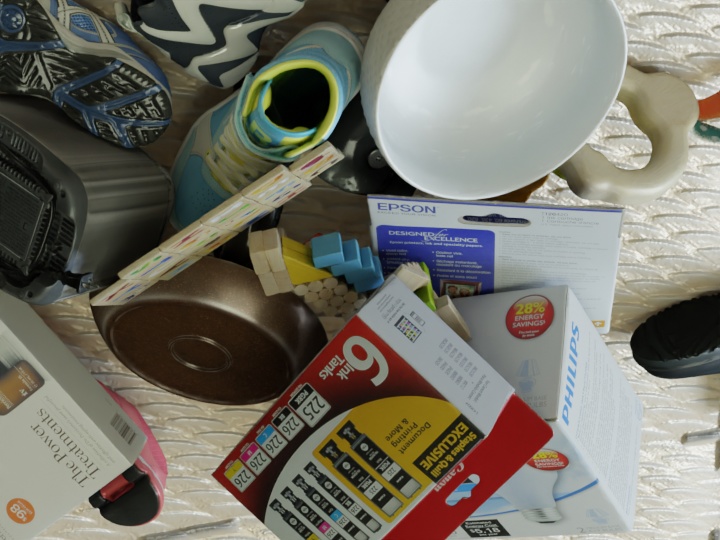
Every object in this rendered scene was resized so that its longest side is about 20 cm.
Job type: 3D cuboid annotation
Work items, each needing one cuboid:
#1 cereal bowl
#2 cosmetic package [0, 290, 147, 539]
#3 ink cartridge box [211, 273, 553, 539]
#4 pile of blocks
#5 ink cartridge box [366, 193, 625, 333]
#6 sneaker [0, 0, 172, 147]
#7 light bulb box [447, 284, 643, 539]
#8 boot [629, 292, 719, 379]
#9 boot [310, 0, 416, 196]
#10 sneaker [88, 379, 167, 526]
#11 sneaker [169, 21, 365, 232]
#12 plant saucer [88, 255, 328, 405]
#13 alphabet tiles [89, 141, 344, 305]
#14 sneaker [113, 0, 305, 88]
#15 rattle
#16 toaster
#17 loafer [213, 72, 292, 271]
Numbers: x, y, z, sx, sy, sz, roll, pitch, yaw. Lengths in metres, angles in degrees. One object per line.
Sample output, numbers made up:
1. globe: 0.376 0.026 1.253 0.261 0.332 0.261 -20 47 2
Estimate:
1. cereal bowl: 0.087 -0.153 1.249 0.199 0.084 0.201 -14 133 -16
2. cosmetic package: -0.293 0.112 1.396 0.150 0.052 0.200 -36 102 23
3. ink cartridge box: 0.017 0.138 1.322 0.175 0.084 0.200 42 121 1
4. pile of blocks: 0.000 0.000 1.345 0.199 0.062 0.082 28 124 -30
5. ink cartridge box: 0.108 -0.016 1.385 0.196 0.047 0.201 4 148 5
6. sneaker: -0.224 -0.160 1.252 0.199 0.077 0.076 35 111 -12
7. light bulb box: 0.111 0.124 1.447 0.197 0.126 0.200 -8 145 25
8. boot: 0.351 0.098 1.577 0.199 0.077 0.169 -21 125 -6
9. boot: 0.013 -0.155 1.322 0.164 0.066 0.200 21 123 -24
10. sneaker: -0.233 0.122 1.463 0.073 0.087 0.201 -32 103 20
11. sneaker: -0.081 -0.090 1.239 0.079 0.131 0.200 40 108 -6
12. plant saucer: -0.126 0.056 1.400 0.199 0.035 0.201 10 148 6
13. alphabet tiles: -0.099 -0.031 1.238 0.199 0.166 0.006 -34 86 3
14. sneaker: -0.099 -0.229 1.223 0.129 0.080 0.199 20 130 -35
15. rattle: 0.215 -0.095 1.410 0.199 0.130 0.143 -19 146 -34
16. toaster: -0.224 -0.053 1.253 0.129 0.199 0.114 -14 130 -57
17. loafer: -0.092 -0.070 1.359 0.071 0.073 0.201 18 114 -1
